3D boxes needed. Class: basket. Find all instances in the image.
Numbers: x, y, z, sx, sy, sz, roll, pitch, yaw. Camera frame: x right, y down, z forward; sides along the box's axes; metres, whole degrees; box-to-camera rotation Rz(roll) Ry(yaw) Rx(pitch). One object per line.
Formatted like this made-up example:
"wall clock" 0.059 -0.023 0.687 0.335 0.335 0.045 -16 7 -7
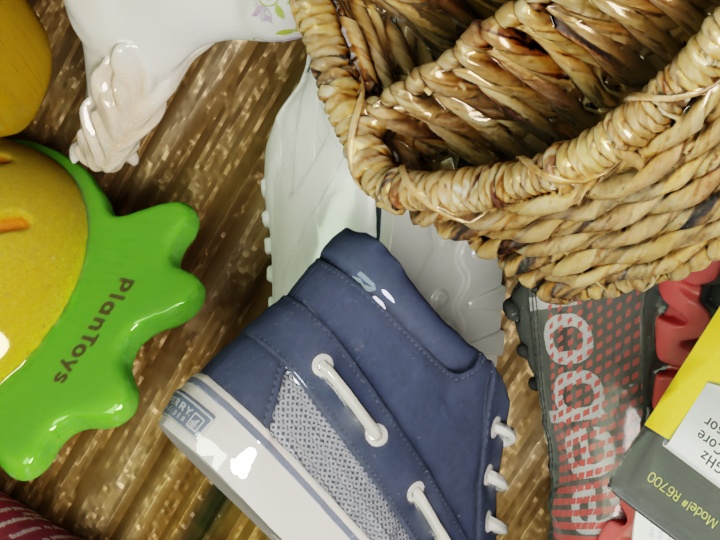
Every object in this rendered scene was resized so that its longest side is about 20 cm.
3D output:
"basket" 0.066 -0.092 0.828 0.200 0.149 0.143 -32 34 43

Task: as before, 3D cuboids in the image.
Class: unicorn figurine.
"unicorn figurine" -0.059 -0.104 0.988 0.200 0.074 0.138 -3 98 50

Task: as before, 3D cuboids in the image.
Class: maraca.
"maraca" -0.138 0.012 1.059 0.200 0.107 0.137 12 66 42

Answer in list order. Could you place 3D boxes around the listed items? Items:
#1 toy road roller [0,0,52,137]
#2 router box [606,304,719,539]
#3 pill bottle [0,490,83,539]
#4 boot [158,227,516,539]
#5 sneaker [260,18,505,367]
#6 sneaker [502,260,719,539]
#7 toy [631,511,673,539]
"toy road roller" -0.171 -0.104 1.024 0.146 0.123 0.200 -6 46 29
"router box" 0.190 0.056 0.818 0.200 0.051 0.149 36 104 24
"pill bottle" -0.141 0.138 1.079 0.200 0.110 0.110 27 107 28
"boot" 0.027 0.080 0.961 0.090 0.200 0.073 -46 35 -9
"sneaker" 0.000 0.000 1.011 0.080 0.076 0.200 20 101 43
"sneaker" 0.089 0.040 0.951 0.098 0.071 0.201 30 117 40
"toy" 0.179 0.125 0.892 0.200 0.047 0.115 8 87 15
